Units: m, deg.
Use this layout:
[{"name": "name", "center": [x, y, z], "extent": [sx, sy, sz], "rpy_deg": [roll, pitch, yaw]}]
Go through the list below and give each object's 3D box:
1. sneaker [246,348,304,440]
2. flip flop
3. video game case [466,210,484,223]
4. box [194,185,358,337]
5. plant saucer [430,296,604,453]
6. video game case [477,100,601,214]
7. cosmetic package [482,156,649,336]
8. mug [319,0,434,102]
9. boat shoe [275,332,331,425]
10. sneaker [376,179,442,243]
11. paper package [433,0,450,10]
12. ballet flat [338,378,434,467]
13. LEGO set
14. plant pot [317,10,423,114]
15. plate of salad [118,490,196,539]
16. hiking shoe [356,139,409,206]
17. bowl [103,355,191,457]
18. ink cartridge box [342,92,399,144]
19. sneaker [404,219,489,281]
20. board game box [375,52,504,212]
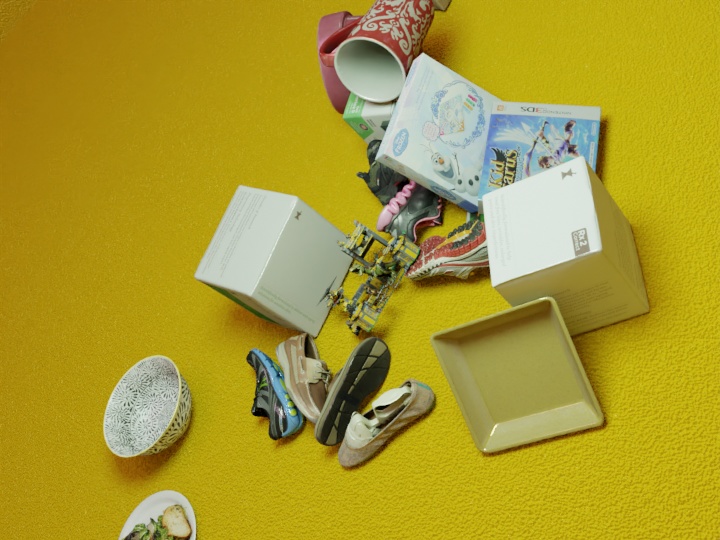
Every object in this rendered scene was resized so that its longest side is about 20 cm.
[{"name": "sneaker", "center": [-0.168, 0.217, 1.667], "extent": [0.082, 0.071, 0.200], "rpy_deg": [-36, 49, 6]}, {"name": "flip flop", "center": [-0.021, 0.198, 1.562], "extent": [0.057, 0.081, 0.201], "rpy_deg": [17, 75, 56]}, {"name": "video game case", "center": [0.266, -0.145, 1.590], "extent": [0.181, 0.022, 0.201], "rpy_deg": [-13, 57, 32]}, {"name": "box", "center": [-0.150, -0.017, 1.712], "extent": [0.171, 0.199, 0.201], "rpy_deg": [13, 73, 42]}, {"name": "plant saucer", "center": [0.228, 0.147, 1.352], "extent": [0.199, 0.201, 0.048], "rpy_deg": [-20, 9, 27]}, {"name": "video game case", "center": [0.292, -0.180, 1.524], "extent": [0.180, 0.046, 0.201], "rpy_deg": [5, 63, 14]}, {"name": "cosmetic package", "center": [0.297, -0.025, 1.361], "extent": [0.164, 0.200, 0.166], "rpy_deg": [-21, 51, 26]}, {"name": "mug", "center": [0.032, -0.424, 1.669], "extent": [0.176, 0.134, 0.201], "rpy_deg": [24, 54, 4]}, {"name": "boat shoe", "center": [-0.089, 0.184, 1.626], "extent": [0.072, 0.076, 0.201], "rpy_deg": [-37, 48, 11]}, {"name": "sneaker", "center": [0.118, -0.124, 1.671], "extent": [0.095, 0.079, 0.200], "rpy_deg": [38, 76, 11]}, {"name": "paper package", "center": [0.135, -0.664, 1.905], "extent": [0.103, 0.190, 0.201], "rpy_deg": [20, 78, 44]}, {"name": "ballet flat", "center": [0.026, 0.238, 1.502], "extent": [0.200, 0.067, 0.068], "rpy_deg": [-41, 42, 11]}, {"name": "LEGO set", "center": [0.000, 0.000, 1.609], "extent": [0.201, 0.115, 0.154], "rpy_deg": [-57, 11, 4]}, {"name": "plant pot", "center": [0.028, -0.422, 1.849], "extent": [0.178, 0.200, 0.201], "rpy_deg": [-8, 57, 17]}, {"name": "plate of salad", "center": [-0.376, 0.490, 1.675], "extent": [0.199, 0.048, 0.201], "rpy_deg": [-19, 53, 28]}, {"name": "hiking shoe", "center": [0.058, -0.206, 1.680], "extent": [0.076, 0.100, 0.200], "rpy_deg": [-47, -5, -47]}, {"name": "bowl", "center": [-0.387, 0.274, 1.789], "extent": [0.200, 0.094, 0.202], "rpy_deg": [-20, 51, 28]}, {"name": "ink cartridge box", "center": [0.091, -0.282, 1.726], "extent": [0.199, 0.146, 0.085], "rpy_deg": [2, 64, 39]}, {"name": "sneaker", "center": [0.150, -0.013, 1.560], "extent": [0.199, 0.082, 0.078], "rpy_deg": [-19, 34, 50]}, {"name": "board game box", "center": [0.147, -0.232, 1.588], "extent": [0.043, 0.198, 0.201], "rpy_deg": [-20, 46, 65]}]
